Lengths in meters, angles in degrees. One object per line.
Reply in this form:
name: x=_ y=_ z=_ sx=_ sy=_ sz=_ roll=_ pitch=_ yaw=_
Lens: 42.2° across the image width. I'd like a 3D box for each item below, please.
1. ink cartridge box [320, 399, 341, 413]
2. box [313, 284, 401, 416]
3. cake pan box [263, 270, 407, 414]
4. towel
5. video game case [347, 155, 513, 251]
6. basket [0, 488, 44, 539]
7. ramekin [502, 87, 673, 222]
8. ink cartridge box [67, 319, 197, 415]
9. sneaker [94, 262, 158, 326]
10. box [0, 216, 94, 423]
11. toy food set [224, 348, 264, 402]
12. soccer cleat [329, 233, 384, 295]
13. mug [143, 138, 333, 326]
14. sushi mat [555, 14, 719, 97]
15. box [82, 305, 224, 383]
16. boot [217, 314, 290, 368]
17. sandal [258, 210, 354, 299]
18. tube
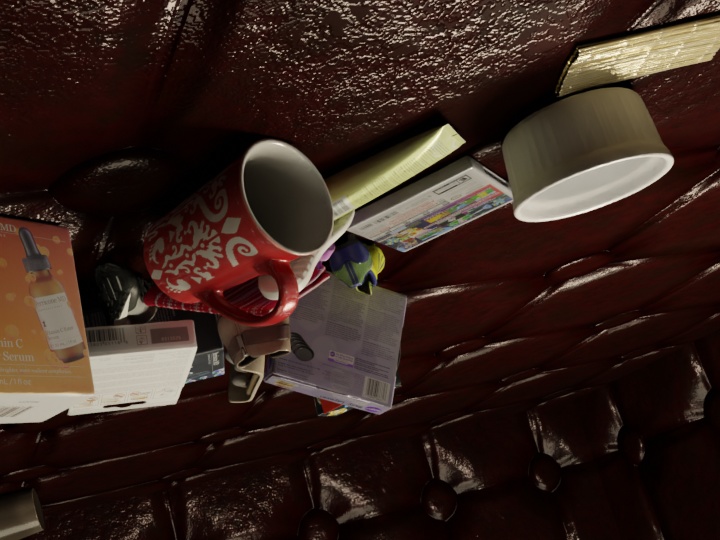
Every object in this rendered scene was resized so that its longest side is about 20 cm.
ink cartridge box: x=-0.069 y=0.116 z=1.462 sx=0.050 sy=0.201 sz=0.109 roll=0 pitch=156 yaw=-42
box: x=-0.024 y=0.116 z=1.505 sx=0.046 sy=0.201 sz=0.159 roll=8 pitch=150 yaw=-45
cake pan box: x=-0.030 y=0.100 z=1.381 sx=0.199 sy=0.185 sz=0.052 roll=17 pitch=155 yaw=-17
towel: x=-0.157 y=0.019 z=1.171 sx=0.199 sy=0.023 sz=0.144 roll=4 pitch=-157 yaw=30
video game case: x=0.101 y=-0.088 z=1.301 sx=0.199 sy=0.023 sz=0.182 roll=-26 pitch=160 yaw=23
basket: x=-0.933 y=0.650 z=2.415 sx=0.199 sy=0.137 sz=0.181 roll=-15 pitch=157 yaw=-15
ramekin: x=0.271 y=-0.142 z=1.147 sx=0.199 sy=0.098 sz=0.201 roll=-15 pitch=166 yaw=-4
ink cartridge box: x=-0.317 y=0.135 z=1.280 sx=0.161 sy=0.050 sz=0.200 roll=-4 pitch=154 yaw=-22
sneaker: x=-0.303 y=0.030 z=1.235 sx=0.079 sy=0.074 sz=0.200 roll=-20 pitch=170 yaw=-18
box: x=-0.390 y=0.053 z=0.998 sx=0.106 sy=0.201 sz=0.152 roll=-26 pitch=160 yaw=32
toy food set: x=-0.184 y=0.112 z=1.452 sx=0.060 sy=0.145 sz=0.200 roll=6 pitch=158 yaw=-12
soccer cleat: x=-0.001 y=0.000 z=1.352 sx=0.064 sy=0.084 sz=0.200 roll=-22 pitch=172 yaw=10
mug: x=-0.148 y=-0.028 z=1.037 sx=0.199 sy=0.179 sz=0.133 roll=-25 pitch=134 yaw=38
sushi mat: x=0.321 y=-0.242 z=1.048 sx=0.198 sy=0.012 sz=0.096 roll=-14 pitch=163 yaw=-7
box: x=-0.310 y=0.111 z=1.391 sx=0.198 sy=0.108 sz=0.149 roll=-13 pitch=161 yaw=-12
boot: x=-0.122 y=0.044 z=1.292 sx=0.199 sy=0.147 sz=0.070 roll=-29 pitch=156 yaw=34
sandal: x=-0.068 y=-0.020 z=1.147 sx=0.082 sy=0.050 sz=0.203 roll=4 pitch=-145 yaw=27
tube: x=0.028 y=-0.119 z=1.113 sx=0.199 sy=0.052 sz=0.058 roll=-26 pitch=-155 yaw=18
